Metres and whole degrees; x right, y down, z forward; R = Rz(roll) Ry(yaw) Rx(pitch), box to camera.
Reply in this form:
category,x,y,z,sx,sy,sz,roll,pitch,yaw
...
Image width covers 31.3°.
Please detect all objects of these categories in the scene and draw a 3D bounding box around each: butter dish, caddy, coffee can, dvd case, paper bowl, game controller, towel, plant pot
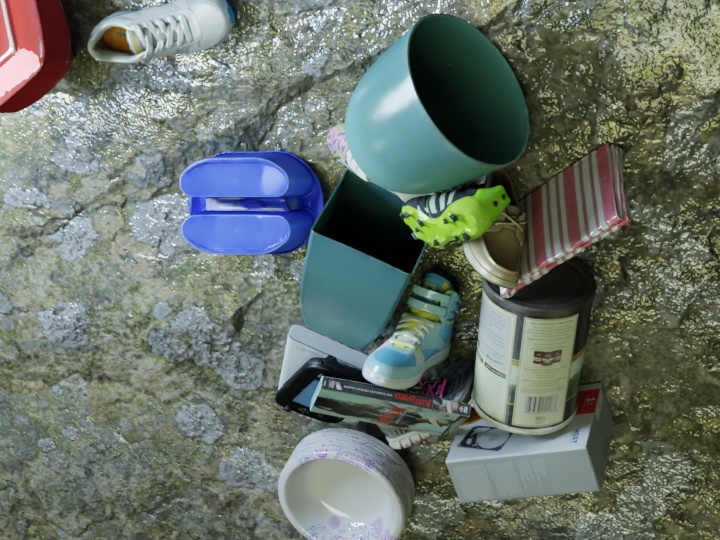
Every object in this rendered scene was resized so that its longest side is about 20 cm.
category,x,y,z,sx,sy,sz,roll,pitch,yaw
butter dish,-0.448,-0.295,1.704,0.200,0.148,0.200,-31,66,33
caddy,-0.151,-0.090,1.745,0.200,0.105,0.142,2,98,19
coffee can,0.225,0.094,1.698,0.146,0.146,0.200,11,123,13
dvd case,0.037,0.184,1.729,0.200,0.022,0.146,10,161,-5
paper bowl,-0.016,0.323,1.942,0.200,0.104,0.201,10,125,15
game controller,-0.050,0.171,1.806,0.104,0.042,0.200,29,153,-7
towel,0.249,-0.060,1.601,0.030,0.146,0.200,37,126,-26
plant pot,0.000,0.000,1.730,0.141,0.141,0.200,24,135,4
plant pot,0.077,-0.184,1.559,0.161,0.201,0.201,-28,108,42

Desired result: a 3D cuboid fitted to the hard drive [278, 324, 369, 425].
category,x,y,z,sx,sy,sz,roll,pitch,yaw
hard drive,-0.049,0.154,1.848,0.132,0.027,0.200,24,151,5

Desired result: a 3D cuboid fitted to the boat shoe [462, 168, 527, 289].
category,x,y,z,sx,sy,sz,roll,pitch,yaw
boat shoe,0.171,-0.056,1.598,0.072,0.200,0.065,23,124,-16

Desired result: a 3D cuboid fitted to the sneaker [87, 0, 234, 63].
category,x,y,z,sx,sy,sz,roll,pitch,yaw
sneaker,-0.256,-0.305,1.662,0.200,0.081,0.077,-8,115,22

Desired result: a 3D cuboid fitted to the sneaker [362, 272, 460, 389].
category,x,y,z,sx,sy,sz,roll,pitch,yaw
sneaker,0.070,0.074,1.717,0.079,0.200,0.131,20,112,19

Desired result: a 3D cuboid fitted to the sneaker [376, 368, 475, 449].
category,x,y,z,sx,sy,sz,roll,pitch,yaw
sneaker,0.090,0.186,1.843,0.087,0.074,0.200,43,129,-17

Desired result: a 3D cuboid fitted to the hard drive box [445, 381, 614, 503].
category,x,y,z,sx,sy,sz,roll,pitch,yaw
hard drive box,0.236,0.237,1.776,0.200,0.156,0.077,-10,115,23

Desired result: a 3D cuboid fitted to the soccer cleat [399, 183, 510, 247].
category,x,y,z,sx,sy,sz,roll,pitch,yaw
soccer cleat,0.116,-0.071,1.578,0.068,0.081,0.200,58,161,-14

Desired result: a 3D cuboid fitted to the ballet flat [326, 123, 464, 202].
category,x,y,z,sx,sy,sz,roll,pitch,yaw
ballet flat,0.042,-0.128,1.672,0.200,0.071,0.069,28,123,1
